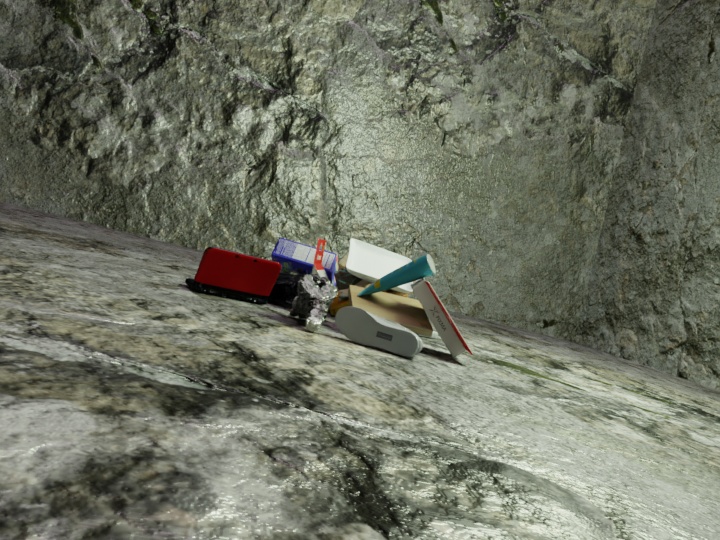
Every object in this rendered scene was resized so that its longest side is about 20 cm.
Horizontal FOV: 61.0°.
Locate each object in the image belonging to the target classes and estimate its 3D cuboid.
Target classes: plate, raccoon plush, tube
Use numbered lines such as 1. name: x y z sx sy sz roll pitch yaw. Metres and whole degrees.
1. plate: 0.053 -0.009 1.741 0.196 0.033 0.201 19 27 -6
2. raccoon plush: -0.129 0.099 1.406 0.096 0.135 0.201 28 33 -1
3. tube: 0.089 0.020 1.522 0.197 0.051 0.077 -23 0 20

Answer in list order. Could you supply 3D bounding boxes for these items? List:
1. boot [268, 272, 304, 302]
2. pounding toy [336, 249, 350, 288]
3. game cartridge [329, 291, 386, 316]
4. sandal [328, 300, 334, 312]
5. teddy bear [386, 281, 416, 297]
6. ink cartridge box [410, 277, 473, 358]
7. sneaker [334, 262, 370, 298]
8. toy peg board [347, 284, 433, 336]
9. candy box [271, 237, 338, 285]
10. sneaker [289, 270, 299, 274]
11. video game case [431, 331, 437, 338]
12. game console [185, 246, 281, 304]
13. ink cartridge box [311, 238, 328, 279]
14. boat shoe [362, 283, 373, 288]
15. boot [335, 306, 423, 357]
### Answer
1. boot: -0.238 0.053 1.745 0.195 0.075 0.162 -3 8 27
2. pounding toy: -0.008 0.035 2.017 0.198 0.142 0.185 33 -26 23
3. game cartridge: -0.003 0.065 1.802 0.174 0.033 0.200 -25 7 8
4. sandal: -0.110 0.091 1.879 0.079 0.055 0.200 14 1 -7
5. teddy bear: 0.108 0.073 1.806 0.143 0.068 0.200 -18 9 -15
6. ink cartridge box: 0.191 0.115 1.477 0.202 0.044 0.176 59 4 -1
7. sneaker: 0.000 0.000 1.785 0.077 0.092 0.199 -14 16 48
8. toy peg board: 0.061 0.134 1.526 0.196 0.100 0.200 12 17 -8
9. candy box: -0.171 -0.006 1.925 0.197 0.078 0.170 17 -31 8
10. sneaker: -0.183 0.049 1.845 0.198 0.086 0.072 7 29 46
11. video game case: 0.113 0.165 1.877 0.179 0.023 0.199 14 1 -26
12. game console: -0.325 0.009 1.553 0.197 0.121 0.172 14 1 -27
13. ink cartridge box: -0.105 0.019 1.669 0.049 0.204 0.161 14 1 3
14. boat shoe: 0.075 0.119 1.679 0.200 0.072 0.065 47 10 -31
15. boot: 0.043 0.139 1.337 0.197 0.075 0.096 23 -3 15
